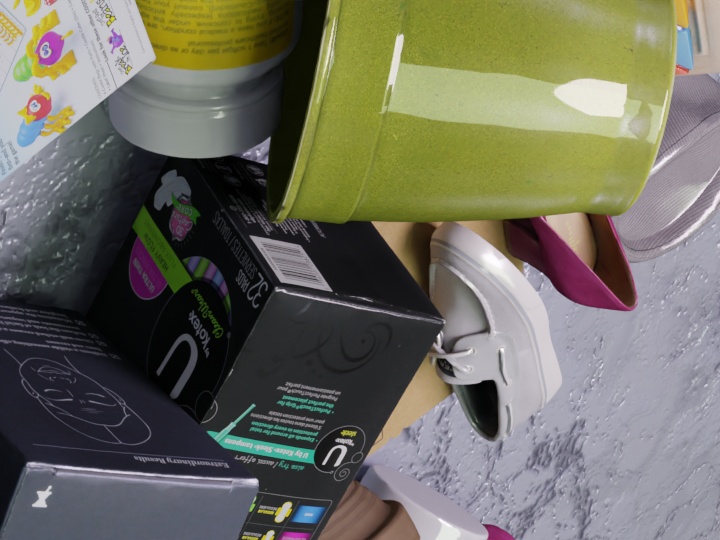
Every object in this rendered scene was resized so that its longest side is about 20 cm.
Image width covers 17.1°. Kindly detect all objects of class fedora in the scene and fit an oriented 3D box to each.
[{"bbox_3d":[0.202,-0.080,1.655,0.200,0.090,0.177,-37,140,-24],"label":"fedora"}]

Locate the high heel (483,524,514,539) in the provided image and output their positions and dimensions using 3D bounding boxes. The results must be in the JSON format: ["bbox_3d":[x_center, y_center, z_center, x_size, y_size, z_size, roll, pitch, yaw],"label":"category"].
[{"bbox_3d":[0.106,0.249,1.776,0.067,0.096,0.200,-48,142,-10],"label":"high heel"}]

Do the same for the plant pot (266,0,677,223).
[{"bbox_3d":[0.062,-0.107,1.285,0.192,0.201,0.201,10,115,-8],"label":"plant pot"}]

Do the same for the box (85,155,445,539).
[{"bbox_3d":[-0.073,0.057,1.357,0.124,0.149,0.201,12,119,-37],"label":"box"}]

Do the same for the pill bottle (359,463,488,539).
[{"bbox_3d":[-0.001,0.243,1.648,0.113,0.113,0.201,24,98,-53],"label":"pill bottle"}]

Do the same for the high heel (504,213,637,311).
[{"bbox_3d":[0.128,-0.060,1.476,0.067,0.096,0.200,-45,143,-22],"label":"high heel"}]

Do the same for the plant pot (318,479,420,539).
[{"bbox_3d":[-0.069,0.174,1.501,0.200,0.201,0.093,-30,96,-31],"label":"plant pot"}]

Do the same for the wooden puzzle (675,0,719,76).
[{"bbox_3d":[0.133,-0.164,1.451,0.199,0.037,0.185,-8,147,9],"label":"wooden puzzle"}]

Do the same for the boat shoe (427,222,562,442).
[{"bbox_3d":[0.073,0.043,1.516,0.069,0.072,0.200,-49,154,-16],"label":"boat shoe"}]

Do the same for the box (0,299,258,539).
[{"bbox_3d":[-0.176,0.102,1.254,0.148,0.200,0.108,10,109,-41],"label":"box"}]

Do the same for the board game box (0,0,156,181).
[{"bbox_3d":[-0.215,-0.099,1.156,0.200,0.103,0.105,-41,141,-21],"label":"board game box"}]

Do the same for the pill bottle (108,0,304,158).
[{"bbox_3d":[-0.084,-0.167,1.247,0.114,0.114,0.201,-24,133,-36],"label":"pill bottle"}]

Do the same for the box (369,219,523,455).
[{"bbox_3d":[0.044,0.005,1.522,0.163,0.021,0.201,-34,137,-32],"label":"box"}]
